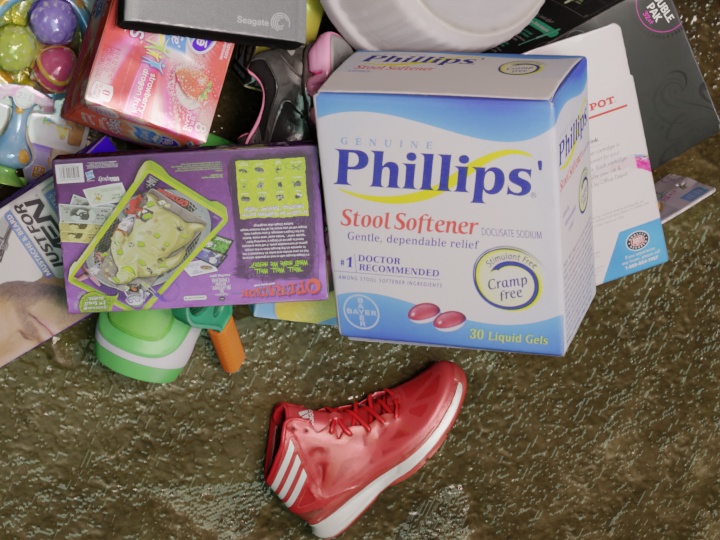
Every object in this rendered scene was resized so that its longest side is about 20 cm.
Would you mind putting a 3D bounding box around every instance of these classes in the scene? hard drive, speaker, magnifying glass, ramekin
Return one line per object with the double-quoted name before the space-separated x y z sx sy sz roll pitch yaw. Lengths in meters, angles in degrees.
"hard drive" -0.105 -0.270 1.198 0.138 0.033 0.202 4 84 -22
"speaker" -0.156 -0.013 1.342 0.088 0.088 0.202 15 103 -19
"magnifying glass" -0.118 0.031 1.332 0.022 0.200 0.080 23 66 14
"ramekin" 0.064 -0.255 1.241 0.201 0.094 0.205 -2 94 -32

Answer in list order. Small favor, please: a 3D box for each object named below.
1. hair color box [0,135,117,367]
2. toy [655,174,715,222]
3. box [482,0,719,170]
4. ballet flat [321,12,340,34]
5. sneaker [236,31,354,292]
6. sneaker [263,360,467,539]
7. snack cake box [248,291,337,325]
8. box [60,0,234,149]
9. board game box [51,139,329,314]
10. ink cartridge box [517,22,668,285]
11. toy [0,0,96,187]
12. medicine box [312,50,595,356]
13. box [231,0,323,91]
"hair color box" -0.255 -0.007 1.286 0.199 0.065 0.110 -29 104 22
"toy" 0.194 -0.041 1.404 0.199 0.115 0.047 -33 104 -2
"box" 0.173 -0.145 1.364 0.199 0.124 0.149 -29 113 -5
"ballet flat" 0.060 -0.243 1.345 0.198 0.046 0.068 -18 111 -9
"sneaker" -0.049 -0.083 1.269 0.094 0.079 0.202 -1 95 17
"sneaker" -0.005 0.137 1.435 0.115 0.078 0.200 41 93 -24
"snack cake box" 0.000 0.000 1.371 0.198 0.115 0.068 7 106 -16
"box" -0.147 -0.200 1.245 0.102 0.095 0.202 18 80 -19
"board game box" -0.125 -0.032 1.215 0.198 0.032 0.121 -3 102 1
"ink cartridge box" 0.161 -0.090 1.276 0.114 0.068 0.202 -18 112 -7
"toy" -0.257 -0.161 1.288 0.114 0.047 0.202 13 104 -20
"medicine box" 0.073 -0.053 1.202 0.180 0.103 0.202 4 118 21
"box" -0.051 -0.244 1.302 0.050 0.075 0.202 13 105 -17
